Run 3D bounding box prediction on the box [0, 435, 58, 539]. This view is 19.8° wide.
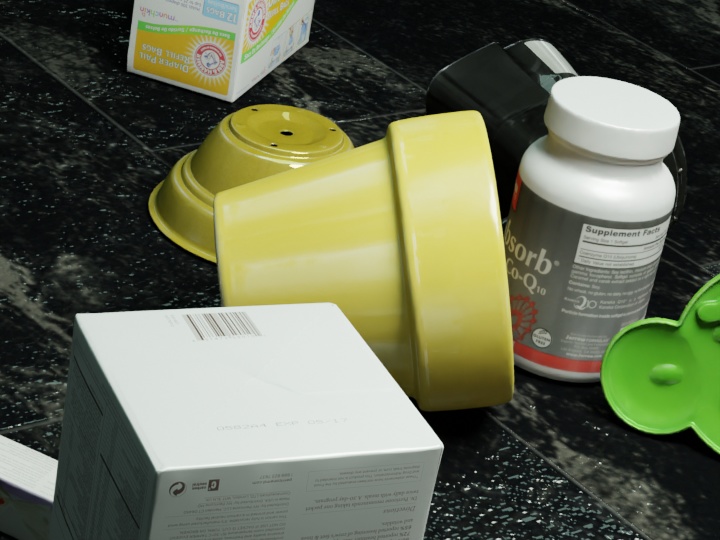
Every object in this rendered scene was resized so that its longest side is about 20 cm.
[{"bbox_3d":[-0.191,0.135,1.216,0.199,0.039,0.041,21,30,19],"label":"box"}]

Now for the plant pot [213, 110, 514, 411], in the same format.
[{"bbox_3d":[0.000,0.000,1.401,0.188,0.202,0.201,-6,28,-1],"label":"plant pot"}]

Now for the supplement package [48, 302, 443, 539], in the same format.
[{"bbox_3d":[-0.070,0.141,1.069,0.151,0.201,0.151,-2,29,-24],"label":"supplement package"}]

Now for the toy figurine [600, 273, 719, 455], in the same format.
[{"bbox_3d":[0.289,0.055,1.498,0.199,0.151,0.184,-7,7,19],"label":"toy figurine"}]

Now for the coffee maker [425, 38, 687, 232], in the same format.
[{"bbox_3d":[0.136,-0.095,1.683,0.191,0.135,0.200,-7,31,-30],"label":"coffee maker"}]

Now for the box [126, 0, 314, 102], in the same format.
[{"bbox_3d":[-0.124,-0.245,1.912,0.112,0.102,0.200,17,27,14],"label":"box"}]

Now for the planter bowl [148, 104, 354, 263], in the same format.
[{"bbox_3d":[-0.063,-0.076,1.627,0.199,0.084,0.201,9,27,-5],"label":"planter bowl"}]

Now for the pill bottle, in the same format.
[{"bbox_3d":[0.163,-0.030,1.491,0.115,0.201,0.116,8,26,-4],"label":"pill bottle"}]
